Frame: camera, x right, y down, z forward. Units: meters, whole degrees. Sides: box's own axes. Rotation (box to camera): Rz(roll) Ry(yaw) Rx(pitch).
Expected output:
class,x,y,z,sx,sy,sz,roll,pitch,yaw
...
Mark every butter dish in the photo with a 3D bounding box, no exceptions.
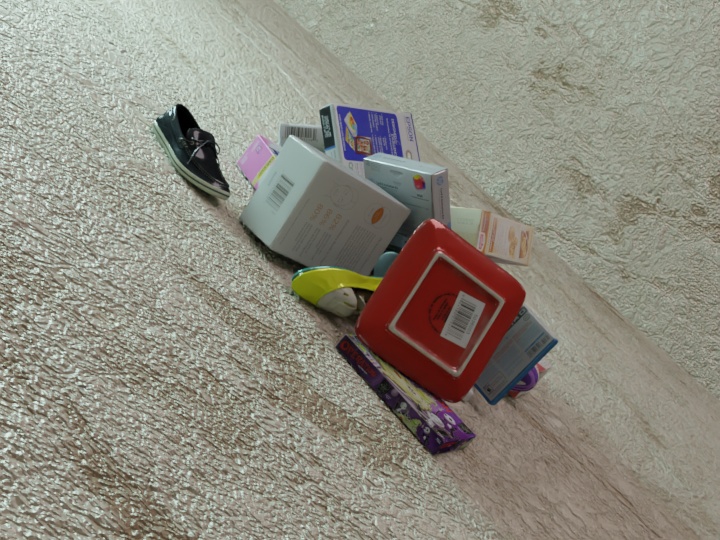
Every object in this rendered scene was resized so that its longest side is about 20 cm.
class,x,y,z,sx,sy,sz,roll,pitch,yaw
butter dish,0.095,0.054,1.511,0.199,0.200,0.148,36,-9,-18

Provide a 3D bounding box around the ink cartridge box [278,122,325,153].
class,x,y,z,sx,sy,sz,roll,pitch,yaw
ink cartridge box,-0.069,-0.226,1.938,0.159,0.047,0.200,3,-1,-4

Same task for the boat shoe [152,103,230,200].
class,x,y,z,sx,sy,sz,roll,pitch,yaw
boat shoe,-0.248,-0.181,1.604,0.075,0.062,0.200,23,24,-52

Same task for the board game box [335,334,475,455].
class,x,y,z,sx,sy,sz,roll,pitch,yaw
board game box,0.062,0.164,1.445,0.200,0.032,0.120,46,12,21

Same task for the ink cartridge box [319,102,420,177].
class,x,y,z,sx,sy,sz,roll,pitch,yaw
ink cartridge box,0.024,-0.176,1.809,0.200,0.047,0.198,0,78,-48

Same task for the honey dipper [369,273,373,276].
class,x,y,z,sx,sy,sz,roll,pitch,yaw
honey dipper,0.000,0.000,1.752,0.200,0.038,0.038,36,15,-4

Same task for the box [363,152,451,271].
class,x,y,z,sx,sy,sz,roll,pitch,yaw
box,0.077,-0.077,1.698,0.041,0.201,0.156,-25,30,-36

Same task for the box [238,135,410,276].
class,x,y,z,sx,sy,sz,roll,pitch,yaw
box,-0.052,-0.084,1.605,0.200,0.153,0.106,27,9,-44

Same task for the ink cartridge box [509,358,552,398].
class,x,y,z,sx,sy,sz,roll,pitch,yaw
ink cartridge box,0.236,0.128,1.889,0.200,0.068,0.116,44,16,16

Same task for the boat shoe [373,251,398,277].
class,x,y,z,sx,sy,sz,roll,pitch,yaw
boat shoe,0.094,0.059,1.669,0.091,0.071,0.200,28,24,-51

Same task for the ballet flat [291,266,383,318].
class,x,y,z,sx,sy,sz,roll,pitch,yaw
ballet flat,-0.012,0.037,1.530,0.200,0.067,0.067,9,48,-48

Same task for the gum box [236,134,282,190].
class,x,y,z,sx,sy,sz,roll,pitch,yaw
gum box,-0.104,-0.143,1.836,0.200,0.066,0.114,25,20,-46

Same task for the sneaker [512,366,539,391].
class,x,y,z,sx,sy,sz,roll,pitch,yaw
sneaker,0.216,0.147,1.752,0.200,0.081,0.083,35,12,-22

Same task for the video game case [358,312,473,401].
class,x,y,z,sx,sy,sz,roll,pitch,yaw
video game case,0.076,0.103,1.657,0.200,0.023,0.182,33,16,-26

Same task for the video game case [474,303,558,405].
class,x,y,z,sx,sy,sz,roll,pitch,yaw
video game case,0.194,0.090,1.666,0.200,0.143,0.018,50,13,31

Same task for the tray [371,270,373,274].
class,x,y,z,sx,sy,sz,roll,pitch,yaw
tray,0.010,-0.100,1.836,0.099,0.037,0.201,23,60,-49

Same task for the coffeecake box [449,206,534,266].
class,x,y,z,sx,sy,sz,roll,pitch,yaw
coffeecake box,0.181,-0.060,1.810,0.153,0.073,0.200,8,-2,34
